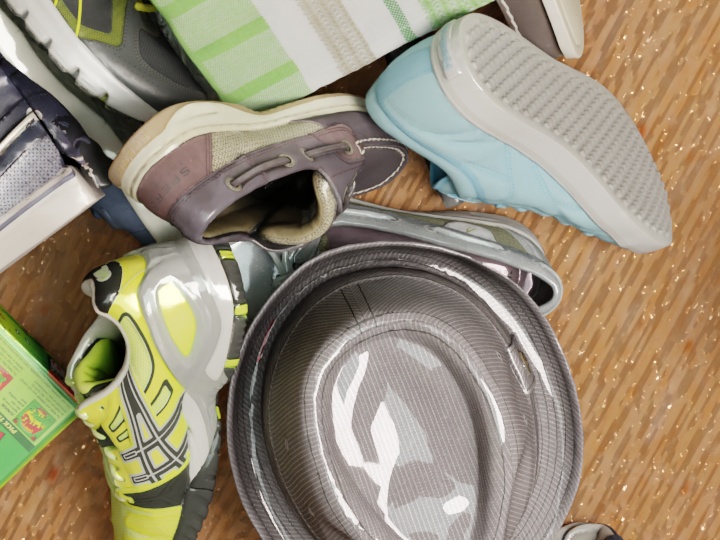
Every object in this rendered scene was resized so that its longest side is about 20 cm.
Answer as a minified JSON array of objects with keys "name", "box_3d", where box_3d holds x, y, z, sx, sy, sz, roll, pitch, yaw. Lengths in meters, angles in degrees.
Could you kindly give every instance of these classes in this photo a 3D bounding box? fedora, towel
[{"name":"fedora","box_3d":[0.025,0.087,1.143,0.176,0.090,0.201,-14,102,-3]},{"name":"towel","box_3d":[0.003,-0.153,1.080,0.199,0.031,0.149,-26,147,5]}]

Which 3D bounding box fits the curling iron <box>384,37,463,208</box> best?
[{"name":"curling iron","box_3d":[0.011,-0.122,1.189,0.050,0.025,0.201,-41,117,-42]}]

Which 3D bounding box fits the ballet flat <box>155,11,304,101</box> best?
[{"name":"ballet flat","box_3d":[-0.073,-0.136,1.157,0.071,0.072,0.201,-16,105,-6]}]

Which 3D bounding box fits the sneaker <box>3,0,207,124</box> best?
[{"name":"sneaker","box_3d":[-0.133,-0.153,1.122,0.085,0.074,0.200,-40,95,6]}]

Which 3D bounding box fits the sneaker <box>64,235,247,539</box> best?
[{"name":"sneaker","box_3d":[-0.110,0.065,1.167,0.076,0.075,0.201,-4,126,-21]}]

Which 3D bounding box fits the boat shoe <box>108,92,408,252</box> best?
[{"name":"boat shoe","box_3d":[-0.037,-0.041,1.126,0.072,0.200,0.065,-44,69,26]}]

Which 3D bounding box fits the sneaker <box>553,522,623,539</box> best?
[{"name":"sneaker","box_3d":[0.147,0.218,1.265,0.202,0.077,0.147,16,102,-11]}]

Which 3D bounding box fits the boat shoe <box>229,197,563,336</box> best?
[{"name":"boat shoe","box_3d":[0.001,0.002,1.199,0.201,0.065,0.075,4,101,-9]}]

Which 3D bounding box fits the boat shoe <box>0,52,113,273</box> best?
[{"name":"boat shoe","box_3d":[-0.215,-0.021,1.100,0.200,0.075,0.093,-37,95,1]}]

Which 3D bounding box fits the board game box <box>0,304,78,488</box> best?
[{"name":"board game box","box_3d":[-0.242,0.028,1.174,0.102,0.048,0.200,-43,105,2]}]

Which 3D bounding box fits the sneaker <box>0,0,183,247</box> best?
[{"name":"sneaker","box_3d":[-0.167,-0.066,1.156,0.084,0.075,0.200,-41,99,9]}]

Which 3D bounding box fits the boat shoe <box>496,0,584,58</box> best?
[{"name":"boat shoe","box_3d":[0.053,-0.189,1.165,0.059,0.072,0.200,-19,113,16]}]

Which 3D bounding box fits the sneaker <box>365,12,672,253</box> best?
[{"name":"sneaker","box_3d":[0.080,-0.061,1.190,0.082,0.074,0.200,-22,139,33]}]
